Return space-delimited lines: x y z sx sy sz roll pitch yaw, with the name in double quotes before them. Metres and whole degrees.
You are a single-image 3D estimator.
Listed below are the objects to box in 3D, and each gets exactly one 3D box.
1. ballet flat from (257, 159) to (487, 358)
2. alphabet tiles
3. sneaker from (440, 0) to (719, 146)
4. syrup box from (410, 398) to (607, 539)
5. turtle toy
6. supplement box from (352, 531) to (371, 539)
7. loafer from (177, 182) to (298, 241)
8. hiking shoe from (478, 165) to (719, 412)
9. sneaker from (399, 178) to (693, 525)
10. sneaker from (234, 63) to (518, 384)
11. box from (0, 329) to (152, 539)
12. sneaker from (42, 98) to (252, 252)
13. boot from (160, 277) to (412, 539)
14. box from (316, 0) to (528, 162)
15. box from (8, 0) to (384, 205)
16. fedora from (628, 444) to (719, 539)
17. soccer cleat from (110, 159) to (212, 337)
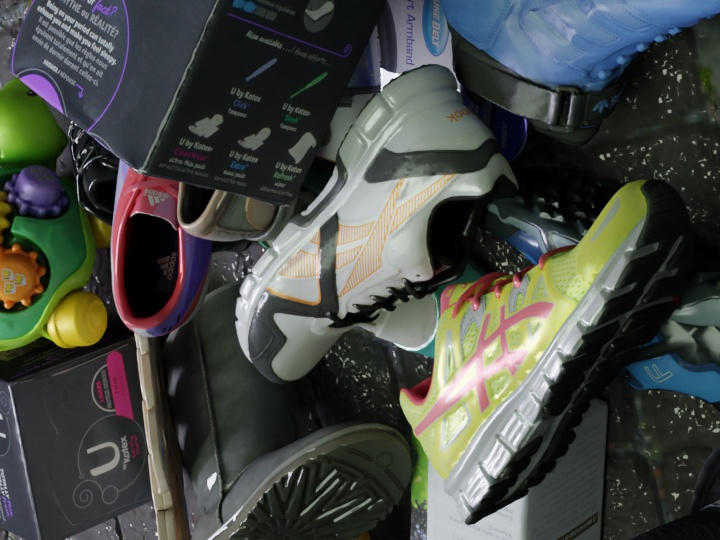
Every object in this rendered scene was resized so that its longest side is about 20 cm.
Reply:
"ballet flat" 0.000 0.000 0.839 0.199 0.070 0.068 36 125 27
"alphabet tiles" -0.129 0.121 0.948 0.197 0.014 0.202 88 171 -53
"sneaker" 0.127 -0.114 0.681 0.198 0.077 0.112 8 121 30
"syrup box" 0.081 0.165 0.816 0.078 0.081 0.202 16 114 39
"turtle toy" -0.241 -0.034 1.003 0.144 0.101 0.202 -3 61 25
"supplement box" -0.024 0.194 0.871 0.201 0.066 0.069 -118 35 -54
"loafer" -0.064 -0.114 0.796 0.071 0.062 0.203 14 104 42
"hiking shoe" 0.130 0.016 0.721 0.199 0.074 0.088 30 123 31
"sneaker" 0.075 0.027 0.680 0.090 0.078 0.201 49 126 25
"sneaker" 0.004 -0.005 0.741 0.080 0.073 0.201 48 125 21
"box" -0.244 0.106 1.060 0.199 0.105 0.124 10 113 50
"sneaker" -0.154 -0.078 0.939 0.200 0.090 0.076 40 130 27
"boot" -0.053 0.082 0.872 0.181 0.201 0.072 -35 124 24
"box" 0.007 -0.118 0.812 0.199 0.041 0.120 19 116 40
"box" -0.061 -0.151 0.689 0.122 0.106 0.202 36 106 35
"fedora" 0.153 0.175 0.679 0.201 0.090 0.203 174 90 -85
"soccer cleat" -0.110 -0.061 0.838 0.067 0.073 0.203 7 97 1
